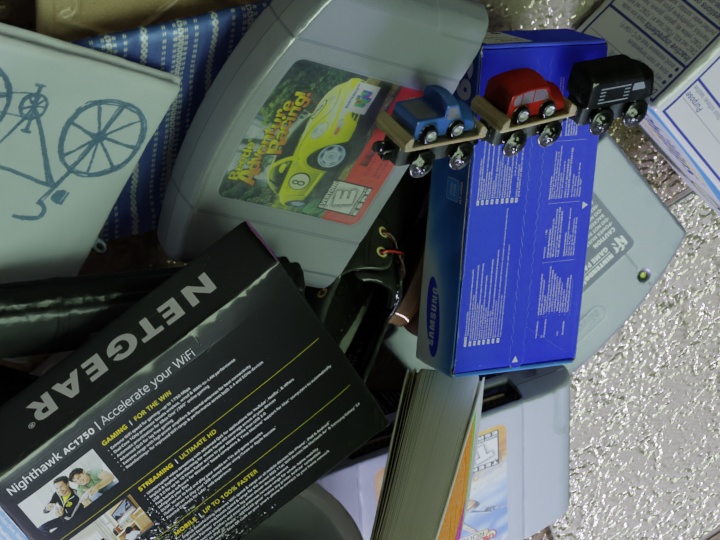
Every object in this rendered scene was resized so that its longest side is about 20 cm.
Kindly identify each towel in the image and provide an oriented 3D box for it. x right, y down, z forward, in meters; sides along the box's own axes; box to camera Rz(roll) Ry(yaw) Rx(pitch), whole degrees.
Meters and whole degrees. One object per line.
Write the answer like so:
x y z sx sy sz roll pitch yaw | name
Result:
-0.110 -0.077 1.478 0.199 0.024 0.145 -15 135 -25 | towel

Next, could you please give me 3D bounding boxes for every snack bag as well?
-0.211 -0.041 1.414 0.188 0.021 0.201 12 116 -41 | snack bag

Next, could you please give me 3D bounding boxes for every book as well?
0.035 0.176 1.568 0.048 0.201 0.134 6 131 9 | book

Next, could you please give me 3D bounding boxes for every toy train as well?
0.090 -0.092 1.493 0.199 0.034 0.046 -15 134 -35 | toy train

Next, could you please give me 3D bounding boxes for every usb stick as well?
-0.129 0.022 1.460 0.199 0.033 0.056 -6 146 -21 | usb stick

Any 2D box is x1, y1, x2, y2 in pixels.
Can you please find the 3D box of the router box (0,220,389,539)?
-0.099 0.089 1.449 0.200 0.051 0.149 -37 132 -5 | router box

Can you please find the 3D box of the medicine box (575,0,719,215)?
0.267 -0.148 1.686 0.200 0.103 0.182 -45 135 2 | medicine box

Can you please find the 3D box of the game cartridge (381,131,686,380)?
0.110 0.007 1.712 0.200 0.041 0.133 -42 112 -1 | game cartridge

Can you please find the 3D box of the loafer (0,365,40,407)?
-0.158 0.096 1.502 0.200 0.071 0.068 7 126 -40 | loafer

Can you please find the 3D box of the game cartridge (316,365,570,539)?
0.047 0.143 1.703 0.199 0.042 0.134 -19 127 -17 | game cartridge

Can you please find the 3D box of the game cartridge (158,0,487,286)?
-0.027 -0.081 1.480 0.133 0.041 0.201 13 120 -36 | game cartridge

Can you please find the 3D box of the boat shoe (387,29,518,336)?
0.081 -0.047 1.634 0.070 0.070 0.201 21 102 -12 | boat shoe

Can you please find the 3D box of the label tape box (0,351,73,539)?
-0.152 0.114 1.618 0.200 0.063 0.144 -39 135 -6 | label tape box

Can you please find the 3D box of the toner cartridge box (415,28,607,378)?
0.089 -0.041 1.569 0.095 0.043 0.201 -5 108 -32 | toner cartridge box

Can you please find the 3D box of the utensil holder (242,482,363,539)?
-0.072 0.239 1.612 0.169 0.170 0.200 -28 146 -15 | utensil holder

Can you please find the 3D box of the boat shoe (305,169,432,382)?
0.002 0.001 1.606 0.074 0.063 0.202 41 71 -47 | boat shoe

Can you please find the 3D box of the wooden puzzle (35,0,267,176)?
-0.101 -0.137 1.488 0.184 0.046 0.201 -16 133 -24 | wooden puzzle

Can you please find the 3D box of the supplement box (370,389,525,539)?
0.032 0.140 1.765 0.199 0.061 0.109 1 121 -36 | supplement box
